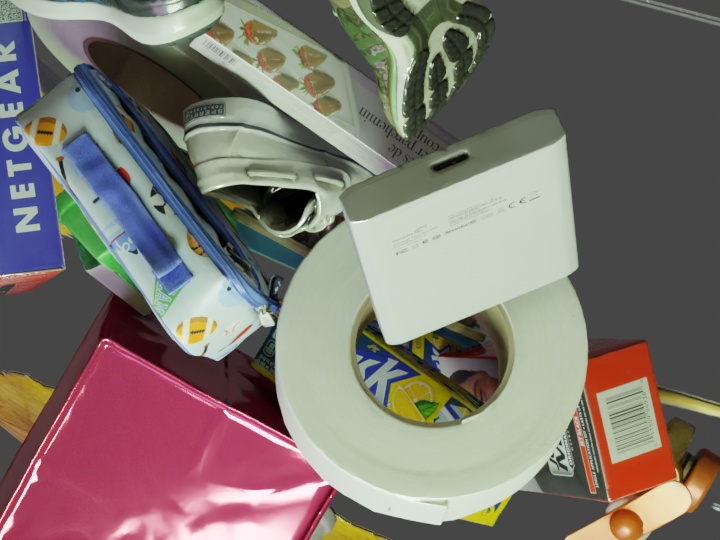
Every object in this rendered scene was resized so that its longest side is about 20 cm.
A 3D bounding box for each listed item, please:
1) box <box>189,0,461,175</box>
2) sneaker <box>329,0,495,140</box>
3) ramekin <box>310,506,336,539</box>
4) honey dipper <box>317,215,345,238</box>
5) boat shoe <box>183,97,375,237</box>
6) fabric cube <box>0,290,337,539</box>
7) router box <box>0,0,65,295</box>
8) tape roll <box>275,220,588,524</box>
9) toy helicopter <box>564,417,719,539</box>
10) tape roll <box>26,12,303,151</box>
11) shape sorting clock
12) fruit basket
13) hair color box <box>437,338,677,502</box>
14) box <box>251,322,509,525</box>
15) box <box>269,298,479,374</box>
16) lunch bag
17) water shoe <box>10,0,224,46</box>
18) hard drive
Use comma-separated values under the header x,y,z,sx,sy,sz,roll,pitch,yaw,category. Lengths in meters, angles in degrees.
x,y,z,sx,sy,sz,roll,pitch,yaw,category
-0.011,-0.101,1.526,0.200,0.039,0.041,34,166,-9,box
0.012,-0.145,1.314,0.089,0.077,0.200,39,164,26,sneaker
-0.134,0.269,2.825,0.202,0.094,0.202,29,165,9,ramekin
-0.076,-0.050,1.677,0.199,0.038,0.038,12,168,-12,honey dipper
-0.042,-0.054,1.584,0.072,0.066,0.200,-11,163,24,boat shoe
-0.139,0.154,1.773,0.200,0.196,0.199,30,-174,-8,fabric cube
-0.256,-0.087,1.757,0.049,0.201,0.179,-8,178,-15,router box
0.044,0.058,1.608,0.202,0.203,0.071,30,165,6,tape roll
0.181,0.194,1.772,0.079,0.200,0.132,31,-178,3,toy helicopter
-0.128,-0.136,1.652,0.202,0.037,0.203,30,165,8,tape roll
0.000,0.000,1.763,0.200,0.039,0.200,24,179,1,shape sorting clock
-0.170,-0.060,1.791,0.185,0.094,0.200,42,-172,-48,fruit basket
0.135,0.101,1.750,0.200,0.061,0.102,-3,101,65,hair color box
0.023,0.092,1.731,0.200,0.070,0.064,34,-175,31,box
0.007,0.064,1.913,0.064,0.070,0.200,1,-176,-34,box
-0.127,-0.033,1.558,0.200,0.076,0.160,52,180,8,lunch bag
-0.154,-0.193,1.502,0.200,0.071,0.079,19,133,44,water shoe
0.063,-0.022,1.485,0.200,0.132,0.026,73,175,-68,hard drive
